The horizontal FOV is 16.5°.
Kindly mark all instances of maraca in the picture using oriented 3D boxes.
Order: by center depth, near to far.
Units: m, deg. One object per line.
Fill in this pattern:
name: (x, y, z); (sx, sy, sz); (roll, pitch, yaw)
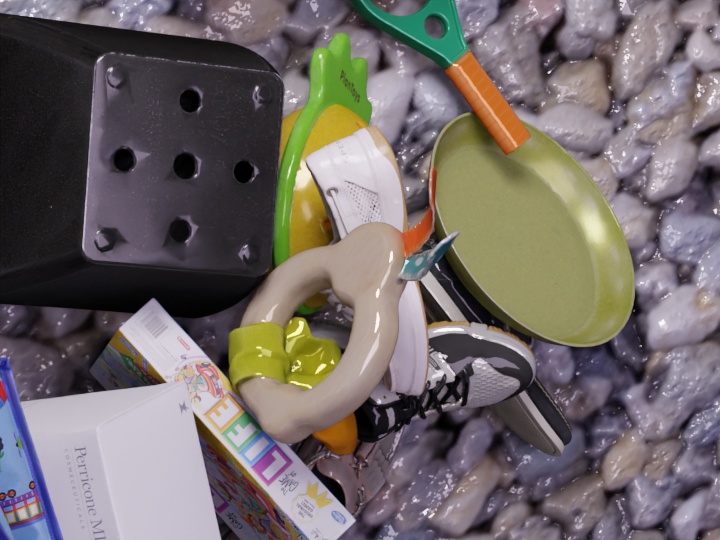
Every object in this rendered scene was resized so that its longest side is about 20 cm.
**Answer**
maraca: (-0.026, -0.068, 1.772); (0.106, 0.137, 0.201); (7, 74, 17)

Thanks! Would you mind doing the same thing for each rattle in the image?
rattle: (0.021, 0.037, 1.632); (0.143, 0.130, 0.200); (38, 101, -30)

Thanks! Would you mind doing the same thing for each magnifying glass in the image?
magnifying glass: (0.058, -0.173, 1.842); (0.080, 0.022, 0.200); (-40, 96, -25)

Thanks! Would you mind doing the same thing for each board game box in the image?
board game box: (-0.097, 0.118, 1.695); (0.034, 0.134, 0.200); (-42, 89, -20)

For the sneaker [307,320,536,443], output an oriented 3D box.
sneaker: (0.028, 0.089, 1.783); (0.199, 0.088, 0.076); (-2, 130, -1)

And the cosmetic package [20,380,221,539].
cosmetic package: (-0.202, 0.191, 1.625); (0.123, 0.199, 0.200); (-28, 107, -64)

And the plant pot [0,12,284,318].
plant pot: (-0.150, -0.071, 1.672); (0.199, 0.177, 0.201); (5, 88, -27)

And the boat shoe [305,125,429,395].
boat shoe: (0.000, 0.000, 1.694); (0.069, 0.071, 0.201); (-17, 116, -10)

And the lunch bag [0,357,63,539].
lunch bag: (-0.262, 0.169, 1.537); (0.094, 0.150, 0.201); (-64, 139, -56)

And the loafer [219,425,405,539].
loafer: (-0.031, 0.169, 1.803); (0.200, 0.063, 0.072); (-45, 109, -18)

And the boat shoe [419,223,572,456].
boat shoe: (0.106, 0.053, 1.864); (0.068, 0.072, 0.200); (-40, 105, -19)

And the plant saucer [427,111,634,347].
plant saucer: (0.121, -0.026, 1.846); (0.199, 0.031, 0.201); (25, 46, -29)
